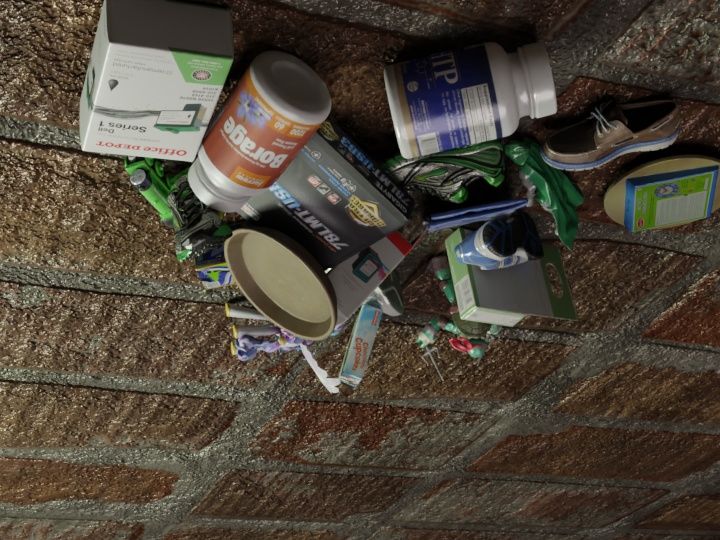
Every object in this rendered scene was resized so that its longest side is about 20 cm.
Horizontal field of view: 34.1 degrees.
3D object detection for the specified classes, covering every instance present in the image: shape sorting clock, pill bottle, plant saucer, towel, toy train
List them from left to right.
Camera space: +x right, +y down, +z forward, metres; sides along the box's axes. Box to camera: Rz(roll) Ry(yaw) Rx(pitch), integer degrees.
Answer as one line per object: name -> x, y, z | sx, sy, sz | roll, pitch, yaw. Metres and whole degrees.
toy train -> -0.265, -0.096, 1.613 | 0.041, 0.057, 0.200 | -15, 149, 14
pill bottle -> -0.131, -0.166, 1.455 | 0.112, 0.113, 0.200 | 14, 135, -33
plant saucer -> -0.107, 0.014, 1.640 | 0.199, 0.029, 0.201 | 29, 145, 23
pill bottle -> 0.136, -0.217, 1.456 | 0.199, 0.120, 0.120 | -12, 150, 5
towel -> 0.163, -0.080, 1.695 | 0.146, 0.024, 0.200 | -11, -179, 1
shape sorting clock -> 0.470, -0.119, 1.789 | 0.199, 0.039, 0.200 | -7, 151, -4

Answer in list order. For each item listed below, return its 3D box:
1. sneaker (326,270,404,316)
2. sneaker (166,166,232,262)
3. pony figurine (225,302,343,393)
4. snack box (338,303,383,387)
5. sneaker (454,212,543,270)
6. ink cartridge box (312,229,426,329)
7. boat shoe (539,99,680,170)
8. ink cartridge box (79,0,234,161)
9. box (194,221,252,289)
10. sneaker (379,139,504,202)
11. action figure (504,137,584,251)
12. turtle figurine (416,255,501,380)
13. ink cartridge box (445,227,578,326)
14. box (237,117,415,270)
sneaker -> -0.002, 0.018, 1.876 | 0.080, 0.071, 0.200 | -21, 140, 31
sneaker -> -0.221, -0.074, 1.525 | 0.078, 0.200, 0.086 | -28, 115, -2
pony figurine -> -0.108, 0.097, 1.884 | 0.199, 0.193, 0.168 | -3, 108, -13
snack box -> -0.002, 0.127, 1.935 | 0.037, 0.117, 0.200 | 17, 170, 0
sneaker -> 0.215, -0.042, 1.796 | 0.077, 0.076, 0.199 | -24, 165, 33
ink cartridge box -> 0.000, 0.000, 1.726 | 0.067, 0.200, 0.116 | 44, 152, -2
boat shoe -> 0.341, -0.197, 1.606 | 0.199, 0.073, 0.073 | -16, 146, -8
ink cartridge box -> -0.243, -0.222, 1.379 | 0.145, 0.085, 0.200 | 4, 147, -21
box -> -0.144, -0.032, 1.738 | 0.199, 0.070, 0.064 | -11, 149, 2
sneaker -> 0.100, -0.128, 1.596 | 0.199, 0.086, 0.078 | -15, 176, 13
action figure -> 0.258, -0.126, 1.679 | 0.054, 0.119, 0.200 | -13, 142, 28
turtle figurine -> 0.169, 0.073, 1.868 | 0.149, 0.201, 0.101 | 4, 155, -25
ink cartridge box -> 0.237, 0.017, 1.850 | 0.199, 0.146, 0.048 | 10, 145, -30
box -> -0.062, -0.100, 1.587 | 0.198, 0.050, 0.200 | -30, 119, 37
